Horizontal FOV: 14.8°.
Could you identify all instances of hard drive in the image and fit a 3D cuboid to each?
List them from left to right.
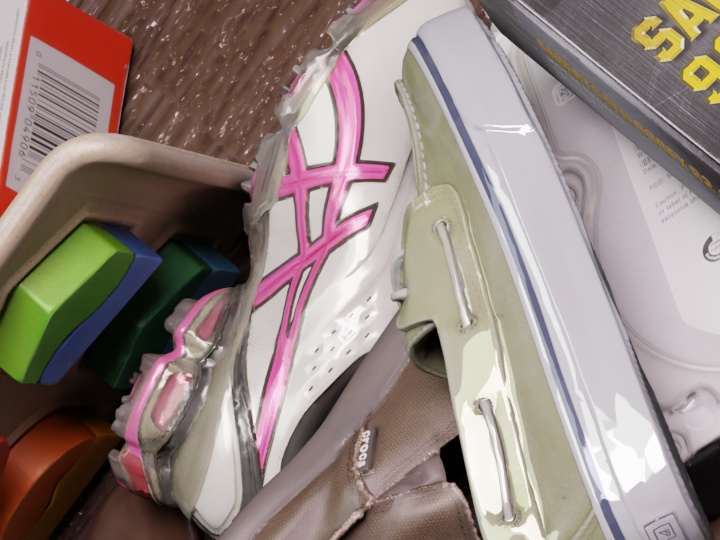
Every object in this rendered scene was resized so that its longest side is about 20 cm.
[{"bbox_3d":[0.121,-0.044,0.843,0.140,0.038,0.200,-35,48,24],"label":"hard drive"}]

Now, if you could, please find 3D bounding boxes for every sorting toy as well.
[{"bbox_3d":[-0.108,0.040,0.924,0.036,0.185,0.200,43,99,14],"label":"sorting toy"}]

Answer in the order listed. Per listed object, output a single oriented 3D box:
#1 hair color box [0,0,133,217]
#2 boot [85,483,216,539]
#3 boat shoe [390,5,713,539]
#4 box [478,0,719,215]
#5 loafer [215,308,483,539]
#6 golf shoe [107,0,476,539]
[{"bbox_3d":[-0.187,-0.034,1.104,0.200,0.064,0.111,-11,63,37],"label":"hair color box"},{"bbox_3d":[-0.131,0.120,0.868,0.064,0.200,0.187,-14,59,37],"label":"boot"},{"bbox_3d":[0.040,0.007,0.803,0.062,0.072,0.200,-23,53,5],"label":"boat shoe"},{"bbox_3d":[0.149,-0.109,0.794,0.200,0.048,0.158,-42,51,-4],"label":"box"},{"bbox_3d":[0.011,0.084,0.838,0.071,0.073,0.200,20,75,42],"label":"loafer"},{"bbox_3d":[0.000,0.000,0.919,0.092,0.073,0.200,24,86,22],"label":"golf shoe"}]
